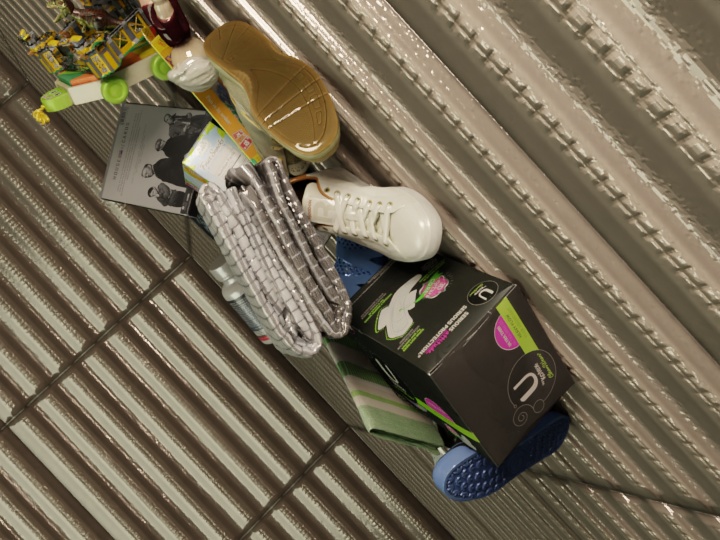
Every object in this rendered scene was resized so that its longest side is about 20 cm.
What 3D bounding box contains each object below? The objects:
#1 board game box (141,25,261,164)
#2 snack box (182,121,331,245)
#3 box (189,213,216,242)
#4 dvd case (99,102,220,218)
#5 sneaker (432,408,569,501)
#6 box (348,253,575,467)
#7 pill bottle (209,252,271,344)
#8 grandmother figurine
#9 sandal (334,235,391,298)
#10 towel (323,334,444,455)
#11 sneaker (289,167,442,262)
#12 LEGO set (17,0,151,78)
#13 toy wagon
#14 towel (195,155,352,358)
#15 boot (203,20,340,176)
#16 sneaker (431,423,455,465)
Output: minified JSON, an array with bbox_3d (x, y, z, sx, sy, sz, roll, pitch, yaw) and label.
[{"bbox_3d":[-0.168,-0.209,0.999,0.200,0.030,0.096,47,-164,-11],"label":"board game box"},{"bbox_3d":[-0.129,-0.094,1.110,0.199,0.068,0.169,33,172,-8],"label":"snack box"},{"bbox_3d":[-0.183,-0.095,1.299,0.200,0.107,0.149,40,165,23],"label":"box"},{"bbox_3d":[-0.293,-0.163,1.247,0.199,0.152,0.025,13,177,36],"label":"dvd case"},{"bbox_3d":[0.142,0.189,0.954,0.078,0.199,0.071,29,122,44],"label":"sneaker"},{"bbox_3d":[0.094,0.080,0.900,0.149,0.124,0.200,53,167,-28],"label":"box"},{"bbox_3d":[-0.220,0.044,1.806,0.200,0.120,0.119,51,166,-20],"label":"pill bottle"},{"bbox_3d":[-0.200,-0.272,0.862,0.122,0.060,0.201,-109,-6,-64],"label":"grandmother figurine"},{"bbox_3d":[0.000,0.000,0.995,0.079,0.087,0.202,34,146,50],"label":"sandal"},{"bbox_3d":[0.014,0.126,1.025,0.152,0.023,0.201,27,-155,-47],"label":"towel"},{"bbox_3d":[-0.007,-0.051,0.857,0.199,0.084,0.074,24,118,47],"label":"sneaker"},{"bbox_3d":[-0.337,-0.319,1.031,0.199,0.154,0.116,26,157,48],"label":"LEGO set"},{"bbox_3d":[-0.322,-0.245,1.083,0.155,0.199,0.040,29,145,52],"label":"toy wagon"},{"bbox_3d":[-0.088,-0.012,0.881,0.201,0.085,0.166,61,169,-4],"label":"towel"},{"bbox_3d":[-0.072,-0.144,0.872,0.200,0.072,0.155,47,168,31],"label":"boot"},{"bbox_3d":[0.163,0.329,1.547,0.201,0.070,0.080,52,163,-20],"label":"sneaker"}]
